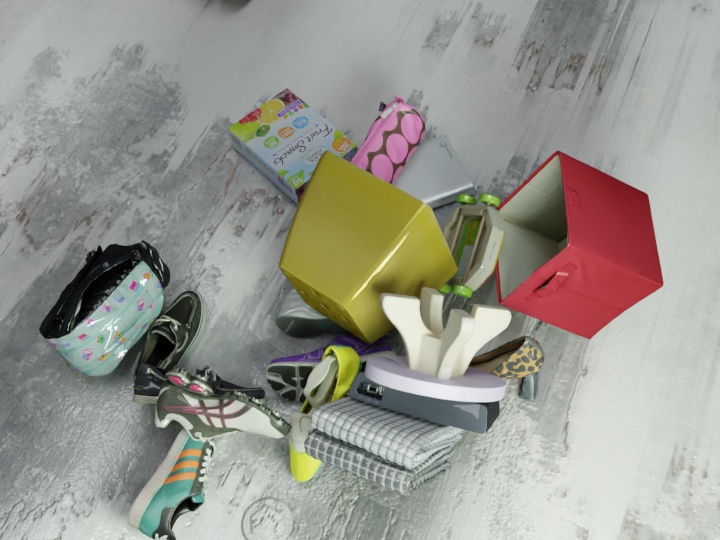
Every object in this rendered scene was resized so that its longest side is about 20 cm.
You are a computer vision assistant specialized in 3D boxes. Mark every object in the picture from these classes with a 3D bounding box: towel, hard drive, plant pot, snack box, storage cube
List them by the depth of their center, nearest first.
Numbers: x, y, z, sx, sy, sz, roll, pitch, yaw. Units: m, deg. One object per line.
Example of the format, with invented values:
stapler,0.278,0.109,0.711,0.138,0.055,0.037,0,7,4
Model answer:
towel,0.036,0.231,1.470,0.163,0.199,0.087,16,100,24
hard drive,0.093,0.172,1.495,0.197,0.135,0.043,14,99,15
plant pot,-0.003,-0.018,1.563,0.199,0.200,0.177,31,76,29
storage cube,0.317,-0.036,1.592,0.178,0.171,0.203,21,49,-23
hard drive,0.079,-0.151,1.834,0.197,0.027,0.133,-19,54,-8
snack box,-0.118,-0.220,1.890,0.142,0.053,0.200,-37,59,-19

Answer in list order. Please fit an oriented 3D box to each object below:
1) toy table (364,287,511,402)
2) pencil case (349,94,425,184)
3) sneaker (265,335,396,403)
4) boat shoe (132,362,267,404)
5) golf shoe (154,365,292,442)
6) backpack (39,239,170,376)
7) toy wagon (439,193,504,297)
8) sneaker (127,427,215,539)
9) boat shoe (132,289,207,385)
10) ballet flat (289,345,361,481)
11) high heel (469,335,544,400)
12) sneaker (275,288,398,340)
toy table,0.110,0.099,1.454,0.197,0.119,0.183,6,10,-26
pencil case,0.030,-0.195,1.798,0.089,0.094,0.201,19,59,19
sneaker,-0.046,0.141,1.617,0.196,0.082,0.084,-6,39,-10
boat shoe,-0.234,0.168,1.581,0.196,0.073,0.064,3,83,-8
golf shoe,-0.192,0.206,1.507,0.197,0.077,0.089,19,79,12
backpack,-0.392,0.059,1.657,0.166,0.127,0.201,-8,40,51
toy wagon,0.153,-0.040,1.679,0.039,0.199,0.158,20,85,-24
sneaker,-0.241,0.292,1.522,0.079,0.072,0.201,25,62,14
boat shoe,-0.293,0.105,1.663,0.069,0.064,0.202,10,55,13
ballet flat,-0.064,0.197,1.524,0.066,0.067,0.203,20,83,41
high heel,0.163,0.131,1.544,0.196,0.144,0.072,2,53,7
sneaker,-0.030,0.060,1.665,0.196,0.071,0.081,6,51,11
